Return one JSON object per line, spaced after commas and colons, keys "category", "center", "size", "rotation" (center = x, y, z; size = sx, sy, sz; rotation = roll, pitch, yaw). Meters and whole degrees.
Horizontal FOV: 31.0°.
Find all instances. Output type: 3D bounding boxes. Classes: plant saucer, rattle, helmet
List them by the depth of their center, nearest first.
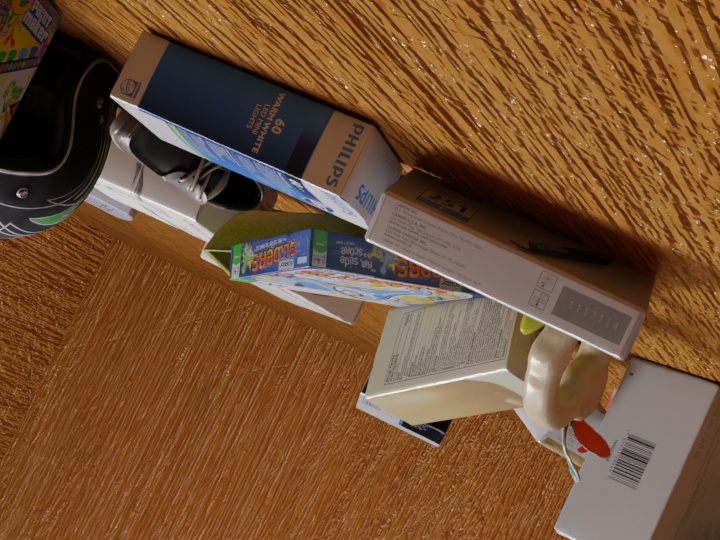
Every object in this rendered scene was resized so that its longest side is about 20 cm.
{"category": "rattle", "center": [0.148, 0.082, 1.117], "size": [0.142, 0.131, 0.201], "rotation": [11, 150, 20]}
{"category": "helmet", "center": [-0.317, -0.123, 1.157], "size": [0.199, 0.192, 0.200], "rotation": [25, 174, 3]}
{"category": "plant saucer", "center": [-0.046, -0.023, 1.324], "size": [0.198, 0.048, 0.200], "rotation": [3, 172, 4]}

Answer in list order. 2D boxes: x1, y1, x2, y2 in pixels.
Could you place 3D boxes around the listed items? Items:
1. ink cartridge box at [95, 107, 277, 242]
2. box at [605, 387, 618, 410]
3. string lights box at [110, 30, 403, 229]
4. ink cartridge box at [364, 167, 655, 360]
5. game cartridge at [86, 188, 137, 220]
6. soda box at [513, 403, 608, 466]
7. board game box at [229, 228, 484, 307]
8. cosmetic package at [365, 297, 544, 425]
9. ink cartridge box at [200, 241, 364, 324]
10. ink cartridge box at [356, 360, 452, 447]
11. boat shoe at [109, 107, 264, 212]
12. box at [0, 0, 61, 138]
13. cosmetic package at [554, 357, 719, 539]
{"category": "ink cartridge box", "center": [-0.209, -0.101, 1.399], "size": [0.199, 0.083, 0.146], "rotation": [24, 173, 23]}
{"category": "box", "center": [0.386, 0.235, 1.686], "size": [0.102, 0.095, 0.200], "rotation": [21, 172, 33]}
{"category": "string lights box", "center": [-0.076, -0.102, 0.970], "size": [0.199, 0.059, 0.103], "rotation": [24, 174, 18]}
{"category": "ink cartridge box", "center": [0.119, -0.017, 0.961], "size": [0.199, 0.045, 0.176], "rotation": [25, -161, 9]}
{"category": "game cartridge", "center": [-0.475, -0.136, 2.396], "size": [0.133, 0.041, 0.200], "rotation": [32, 173, -15]}
{"category": "soda box", "center": [0.200, 0.129, 1.432], "size": [0.068, 0.064, 0.200], "rotation": [30, -168, -26]}
{"category": "board game box", "center": [0.000, 0.000, 1.177], "size": [0.199, 0.035, 0.135], "rotation": [10, 169, -34]}
{"category": "cosmetic package", "center": [0.102, 0.078, 1.228], "size": [0.071, 0.106, 0.199], "rotation": [32, 151, -29]}
{"category": "ink cartridge box", "center": [-0.091, -0.011, 1.644], "size": [0.145, 0.088, 0.200], "rotation": [29, 175, -30]}
{"category": "ink cartridge box", "center": [0.078, 0.080, 1.371], "size": [0.099, 0.201, 0.039], "rotation": [24, 144, 5]}
{"category": "boat shoe", "center": [-0.138, -0.100, 1.123], "size": [0.073, 0.075, 0.200], "rotation": [44, -169, 24]}
{"category": "box", "center": [-0.371, -0.170, 0.993], "size": [0.199, 0.194, 0.122], "rotation": [25, 174, 4]}
{"category": "cosmetic package", "center": [0.340, 0.230, 1.348], "size": [0.199, 0.201, 0.123], "rotation": [31, 172, -38]}
